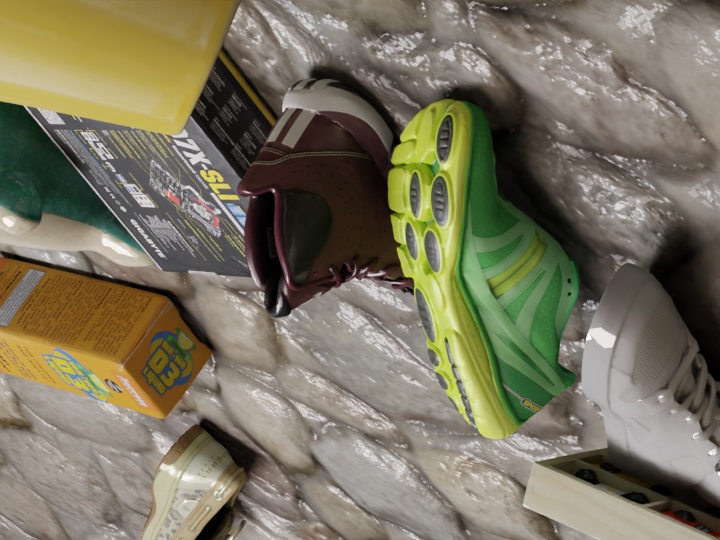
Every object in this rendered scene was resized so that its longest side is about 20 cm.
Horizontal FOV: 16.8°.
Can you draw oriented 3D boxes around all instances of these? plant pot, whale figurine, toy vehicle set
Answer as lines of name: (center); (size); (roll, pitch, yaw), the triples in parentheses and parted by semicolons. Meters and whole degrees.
plant pot: (-0.150, -0.159, 1.180); (0.189, 0.201, 0.201); (23, 157, -6)
whale figurine: (-0.210, -0.071, 1.529); (0.200, 0.104, 0.159); (23, -167, -16)
toy vehicle set: (0.205, 0.147, 1.344); (0.200, 0.027, 0.124); (22, -167, 30)

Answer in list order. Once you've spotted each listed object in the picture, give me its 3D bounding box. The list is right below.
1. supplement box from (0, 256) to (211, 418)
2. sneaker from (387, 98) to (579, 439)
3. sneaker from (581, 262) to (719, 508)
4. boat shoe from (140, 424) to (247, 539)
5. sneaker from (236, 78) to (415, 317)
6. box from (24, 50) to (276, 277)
supplement box: (-0.203, 0.046, 1.749); (0.200, 0.069, 0.067); (9, 146, 42)
sneaker: (0.069, -0.008, 1.293); (0.074, 0.083, 0.200); (39, 148, 53)
sneaker: (0.184, 0.069, 1.279); (0.115, 0.074, 0.200); (23, 162, 24)
boat shoe: (-0.126, 0.192, 1.896); (0.063, 0.073, 0.200); (34, 155, 13)
sneaker: (0.000, 0.000, 1.335); (0.200, 0.116, 0.076); (48, 153, -23)
box: (-0.113, -0.078, 1.431); (0.160, 0.049, 0.200); (1, 138, 48)
